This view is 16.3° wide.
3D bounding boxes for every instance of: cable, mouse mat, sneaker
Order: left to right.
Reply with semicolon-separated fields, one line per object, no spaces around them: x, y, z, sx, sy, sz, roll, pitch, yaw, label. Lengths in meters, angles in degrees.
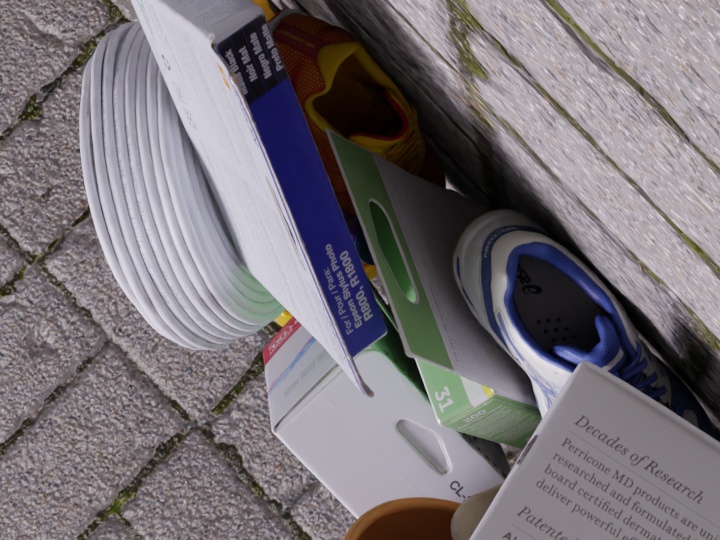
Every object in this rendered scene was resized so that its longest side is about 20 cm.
-0.097;-0.052;1.484;0.201;0.069;0.200;-83;-27;-46;cable
0.000;0.000;1.480;0.200;0.008;0.161;55;180;-36;mouse mat
0.003;-0.073;1.435;0.077;0.073;0.200;30;172;35;sneaker
0.124;0.056;1.345;0.200;0.075;0.088;46;177;-12;sneaker

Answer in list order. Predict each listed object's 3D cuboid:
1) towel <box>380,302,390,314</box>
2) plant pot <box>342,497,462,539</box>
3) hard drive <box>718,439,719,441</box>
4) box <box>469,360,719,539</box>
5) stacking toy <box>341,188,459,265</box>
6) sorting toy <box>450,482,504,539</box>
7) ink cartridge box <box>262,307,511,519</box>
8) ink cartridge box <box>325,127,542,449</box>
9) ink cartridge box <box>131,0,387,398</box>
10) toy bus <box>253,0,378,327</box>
0.088;0.090;1.647;0.200;0.018;0.086;43;-173;-42;towel
0.043;0.250;1.423;0.199;0.140;0.201;24;-149;-16;plant pot
0.240;0.158;1.549;0.140;0.033;0.200;46;178;11;hard drive
0.150;0.170;1.265;0.199;0.131;0.199;32;165;7;box
0.060;-0.006;1.572;0.200;0.085;0.085;40;177;9;stacking toy
0.158;0.188;1.456;0.185;0.037;0.200;45;-151;17;sorting toy
0.016;0.096;1.570;0.146;0.083;0.200;46;-174;-11;ink cartridge box
0.039;0.014;1.400;0.200;0.048;0.146;20;-136;-55;ink cartridge box
-0.047;-0.056;1.311;0.200;0.040;0.200;46;160;60;ink cartridge box
-0.057;-0.085;1.668;0.200;0.135;0.192;53;166;10;toy bus
